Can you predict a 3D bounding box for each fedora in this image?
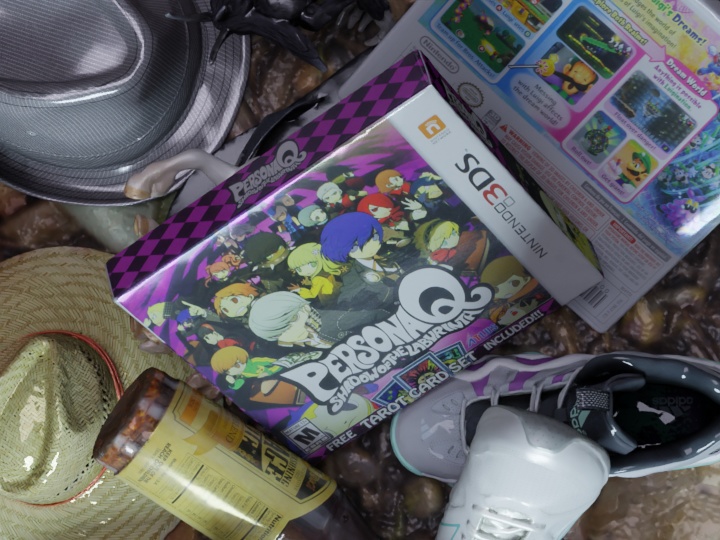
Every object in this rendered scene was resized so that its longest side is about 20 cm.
[{"bbox_3d":[-0.168,-0.130,1.288,0.200,0.090,0.177,26,90,10],"label":"fedora"}]

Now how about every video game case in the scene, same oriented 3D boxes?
[{"bbox_3d":[0.116,-0.091,1.220,0.200,0.024,0.182,42,118,-2],"label":"video game case"},{"bbox_3d":[0.000,0.000,1.192,0.200,0.181,0.036,-33,42,14],"label":"video game case"}]

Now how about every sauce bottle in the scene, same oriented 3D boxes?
[{"bbox_3d":[-0.048,0.129,1.240,0.200,0.066,0.066,34,91,-13],"label":"sauce bottle"}]

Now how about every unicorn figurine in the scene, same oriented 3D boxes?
[{"bbox_3d":[-0.055,-0.018,1.235,0.137,0.200,0.074,-7,44,-13],"label":"unicorn figurine"}]

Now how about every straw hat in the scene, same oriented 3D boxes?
[{"bbox_3d":[-0.177,0.083,1.274,0.201,0.085,0.202,-1,85,9],"label":"straw hat"}]

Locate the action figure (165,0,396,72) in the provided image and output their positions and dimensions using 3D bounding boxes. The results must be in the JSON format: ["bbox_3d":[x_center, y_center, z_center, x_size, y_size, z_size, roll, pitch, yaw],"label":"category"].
[{"bbox_3d":[-0.021,-0.178,1.266,0.200,0.102,0.119,-41,80,-13],"label":"action figure"}]

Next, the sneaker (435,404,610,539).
[{"bbox_3d":[0.076,0.132,1.168,0.070,0.200,0.080,22,63,4],"label":"sneaker"}]

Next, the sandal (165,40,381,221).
[{"bbox_3d":[-0.037,-0.061,1.286,0.200,0.043,0.076,-43,80,3],"label":"sandal"}]

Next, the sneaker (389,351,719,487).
[{"bbox_3d":[0.108,0.074,1.202,0.200,0.140,0.078,-8,84,7],"label":"sneaker"}]
